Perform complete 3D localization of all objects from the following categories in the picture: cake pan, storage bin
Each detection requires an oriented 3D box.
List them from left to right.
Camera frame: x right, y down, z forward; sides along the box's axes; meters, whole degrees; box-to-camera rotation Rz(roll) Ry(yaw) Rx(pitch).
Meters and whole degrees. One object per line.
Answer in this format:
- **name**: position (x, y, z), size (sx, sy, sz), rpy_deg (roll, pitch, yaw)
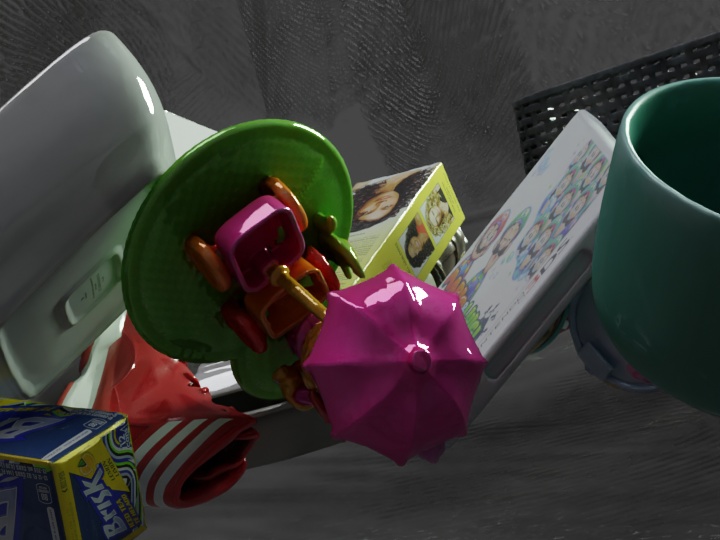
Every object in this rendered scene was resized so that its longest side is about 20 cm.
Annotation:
- **cake pan**: position (-0.049, 0.092, 1.155), size (0.199, 0.037, 0.200), rpy_deg (-16, 4, 1)
- **storage bin**: position (0.215, -0.087, 1.152), size (0.199, 0.094, 0.135), rpy_deg (-16, -8, 40)

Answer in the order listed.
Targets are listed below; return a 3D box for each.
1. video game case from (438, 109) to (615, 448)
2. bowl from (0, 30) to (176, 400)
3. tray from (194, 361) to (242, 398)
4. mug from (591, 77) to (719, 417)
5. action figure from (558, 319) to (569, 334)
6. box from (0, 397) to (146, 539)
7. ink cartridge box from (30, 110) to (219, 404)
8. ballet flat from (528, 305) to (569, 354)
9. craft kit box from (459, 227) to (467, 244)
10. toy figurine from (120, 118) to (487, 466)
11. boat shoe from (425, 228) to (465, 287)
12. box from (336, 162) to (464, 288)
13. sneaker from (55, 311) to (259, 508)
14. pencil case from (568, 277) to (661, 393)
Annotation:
- **video game case**: position (0.093, -0.002, 1.037), size (0.182, 0.024, 0.200), rpy_deg (-52, 10, 11)
- **bowl**: position (-0.172, -0.012, 0.973), size (0.200, 0.075, 0.200), rpy_deg (-45, -13, -17)
- **tray**: position (-0.028, 0.052, 1.208), size (0.199, 0.022, 0.107), rpy_deg (-15, 3, 3)
- **mug**: position (0.192, 0.005, 0.787), size (0.185, 0.115, 0.152), rpy_deg (32, 39, 32)
- **action figure**: position (0.219, 0.001, 1.336), size (0.199, 0.052, 0.065), rpy_deg (-22, 0, -19)
- **box**: position (-0.213, 0.109, 0.941), size (0.199, 0.070, 0.064), rpy_deg (4, 21, 31)
- **ink cartridge box**: position (-0.163, 0.002, 1.316), size (0.200, 0.148, 0.144), rpy_deg (-40, -32, 22)
- **ballet flat**: position (0.101, 0.024, 1.273), size (0.070, 0.071, 0.200), rpy_deg (-15, 0, -4)
- **craft kit box**: position (-0.038, 0.031, 1.468), size (0.197, 0.049, 0.200), rpy_deg (-15, -20, -41)
- **toy figurine**: position (-0.009, 0.043, 0.936), size (0.150, 0.200, 0.184), rpy_deg (-37, 47, -14)
- **boat shoe**: position (0.025, 0.020, 1.336), size (0.060, 0.072, 0.200), rpy_deg (-43, -4, -27)
- **box**: position (0.000, 0.000, 1.167), size (0.075, 0.050, 0.200), rpy_deg (-13, 24, 29)
- **sneaker**: position (-0.113, 0.080, 1.055), size (0.115, 0.079, 0.200), rpy_deg (14, 36, 0)
- **pencil case**: position (0.187, 0.012, 1.036), size (0.091, 0.083, 0.200), rpy_deg (-30, -3, 25)
